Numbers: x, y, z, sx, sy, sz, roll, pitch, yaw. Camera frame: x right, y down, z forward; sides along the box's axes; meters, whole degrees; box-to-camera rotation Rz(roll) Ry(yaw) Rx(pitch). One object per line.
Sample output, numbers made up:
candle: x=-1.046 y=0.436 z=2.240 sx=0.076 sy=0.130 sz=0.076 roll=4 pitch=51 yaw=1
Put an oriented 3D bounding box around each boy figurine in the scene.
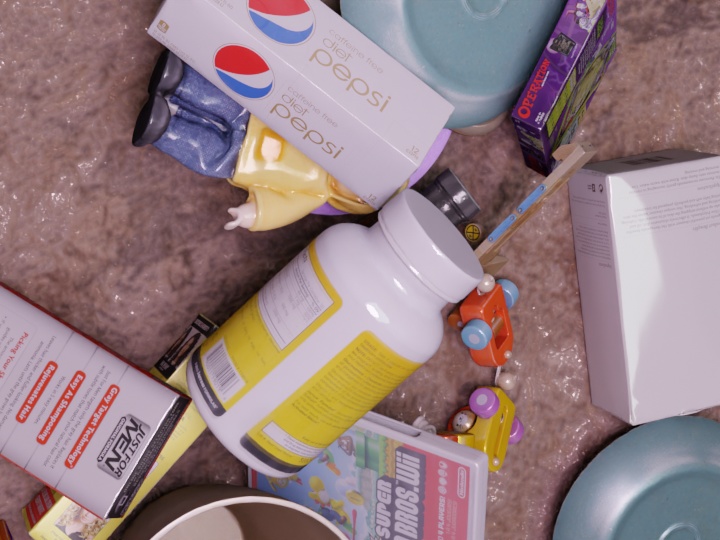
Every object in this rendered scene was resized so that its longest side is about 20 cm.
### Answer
boy figurine: x=-0.059 y=-0.082 z=1.136 sx=0.199 sy=0.064 sz=0.125 roll=22 pitch=81 yaw=-16

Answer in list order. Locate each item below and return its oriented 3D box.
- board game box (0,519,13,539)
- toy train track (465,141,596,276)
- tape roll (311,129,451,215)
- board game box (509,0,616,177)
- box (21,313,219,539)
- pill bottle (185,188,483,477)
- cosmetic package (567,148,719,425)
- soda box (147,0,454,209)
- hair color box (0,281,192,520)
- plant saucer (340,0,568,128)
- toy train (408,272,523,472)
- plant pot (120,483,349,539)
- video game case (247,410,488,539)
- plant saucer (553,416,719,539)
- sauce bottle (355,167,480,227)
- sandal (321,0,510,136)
board game box: x=-0.292 y=0.324 z=1.110 sx=0.199 sy=0.200 sz=0.201 roll=-22 pitch=103 yaw=-13
toy train track: x=0.098 y=-0.034 z=1.230 sx=0.200 sy=0.114 sz=0.033 roll=-46 pitch=72 yaw=28
tape roll: x=-0.027 y=-0.144 z=1.206 sx=0.199 sy=0.066 sz=0.202 roll=-2 pitch=97 yaw=-17
board game box: x=0.154 y=-0.141 z=1.200 sx=0.032 sy=0.200 sz=0.120 roll=31 pitch=88 yaw=11
box: x=-0.163 y=0.125 z=1.193 sx=0.050 sy=0.075 sz=0.200 roll=43 pitch=85 yaw=-15
pill bottle: x=-0.015 y=0.040 z=1.098 sx=0.200 sy=0.112 sz=0.112 roll=-42 pitch=108 yaw=16
cosmetic package: x=0.237 y=0.011 z=1.298 sx=0.107 sy=0.085 sz=0.201 roll=-9 pitch=100 yaw=-16
soda box: x=-0.039 y=-0.135 z=1.088 sx=0.200 sy=0.064 sz=0.068 roll=37 pitch=51 yaw=-7
hair color box: x=-0.229 y=0.080 z=1.129 sx=0.199 sy=0.061 sz=0.102 roll=31 pitch=85 yaw=8
plant saucer: x=0.079 y=-0.197 z=1.133 sx=0.199 sy=0.036 sz=0.201 roll=-8 pitch=105 yaw=-31
toy train: x=0.070 y=0.102 z=1.250 sx=0.200 sy=0.055 sz=0.151 roll=-54 pitch=137 yaw=-43
plant pot: x=-0.106 y=0.229 z=1.157 sx=0.186 sy=0.200 sz=0.189 roll=-2 pitch=97 yaw=-17
video game case: x=0.001 y=0.166 z=1.182 sx=0.017 sy=0.199 sz=0.144 roll=-33 pitch=132 yaw=-48
plant saucer: x=0.253 y=0.219 z=1.330 sx=0.199 sy=0.036 sz=0.201 roll=-8 pitch=113 yaw=-20
sauce bottle: x=0.000 y=0.000 z=1.211 sx=0.200 sy=0.066 sz=0.066 roll=-38 pitch=107 yaw=7
sandal: x=0.031 y=-0.160 z=1.159 sx=0.199 sy=0.054 sz=0.081 roll=29 pitch=88 yaw=-19
